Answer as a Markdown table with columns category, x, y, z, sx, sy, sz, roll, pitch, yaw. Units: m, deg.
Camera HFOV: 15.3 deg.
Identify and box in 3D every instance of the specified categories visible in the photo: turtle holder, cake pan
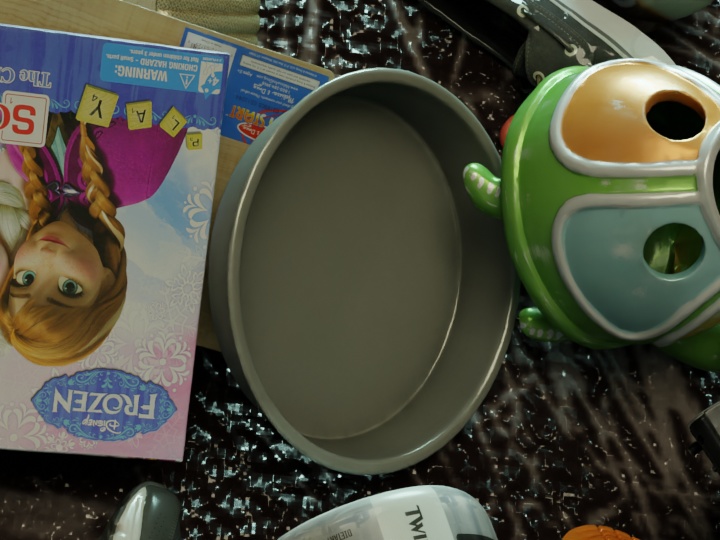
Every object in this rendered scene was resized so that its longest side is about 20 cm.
| category | x | y | z | sx | sy | sz | roll | pitch | yaw |
| --- | --- | --- | --- | --- | --- | --- | --- | --- | --- |
| turtle holder | 0.151 | -0.016 | 1.358 | 0.140 | 0.131 | 0.187 | -19 | 101 | -45 |
| cake pan | 0.000 | 0.000 | 1.335 | 0.199 | 0.037 | 0.202 | -4 | 95 | -43 |

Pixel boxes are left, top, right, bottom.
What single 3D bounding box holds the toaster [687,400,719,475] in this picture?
| category | x | y | z | sx | sy | sz | roll | pitch | yaw |
| --- | --- | --- | --- | --- | --- | --- | --- | --- | --- |
| toaster | 0.268 | 0.127 | 1.290 | 0.118 | 0.181 | 0.201 | -37 | 69 | 16 |

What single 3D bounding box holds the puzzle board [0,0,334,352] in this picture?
| category | x | y | z | sx | sy | sz | roll | pitch | yaw |
| --- | --- | --- | --- | --- | --- | --- | --- | --- | --- |
| puzzle board | -0.123 | -0.054 | 1.310 | 0.199 | 0.017 | 0.152 | 17 | 90 | -22 |

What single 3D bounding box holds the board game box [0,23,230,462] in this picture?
| category | x | y | z | sx | sy | sz | roll | pitch | yaw |
| --- | --- | --- | --- | --- | --- | --- | --- | --- | --- |
| board game box | -0.170 | -0.016 | 1.265 | 0.198 | 0.041 | 0.201 | 5 | 94 | -22 |

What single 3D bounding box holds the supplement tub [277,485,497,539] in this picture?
| category | x | y | z | sx | sy | sz | roll | pitch | yaw |
| --- | --- | --- | --- | --- | --- | --- | --- | --- | --- |
| supplement tub | 0.031 | 0.213 | 1.241 | 0.122 | 0.123 | 0.201 | -12 | 64 | -17 |

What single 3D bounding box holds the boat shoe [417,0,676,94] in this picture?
| category | x | y | z | sx | sy | sz | roll | pitch | yaw |
| --- | --- | --- | --- | --- | --- | --- | --- | --- | --- |
| boat shoe | 0.105 | -0.121 | 1.472 | 0.057 | 0.069 | 0.200 | -42 | 70 | -19 |

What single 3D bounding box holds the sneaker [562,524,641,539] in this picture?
| category | x | y | z | sx | sy | sz | roll | pitch | yaw |
| --- | --- | --- | --- | --- | --- | --- | --- | --- | --- |
| sneaker | 0.165 | 0.197 | 1.314 | 0.199 | 0.092 | 0.076 | 23 | 16 | -18 |

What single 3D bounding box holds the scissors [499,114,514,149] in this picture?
| category | x | y | z | sx | sy | sz | roll | pitch | yaw |
| --- | --- | --- | --- | --- | --- | --- | --- | --- | --- |
| scissors | 0.171 | -0.041 | 1.466 | 0.198 | 0.014 | 0.074 | 11 | 59 | -3 |

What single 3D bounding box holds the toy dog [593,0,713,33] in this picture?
| category | x | y | z | sx | sy | sz | roll | pitch | yaw |
| --- | --- | --- | --- | --- | --- | --- | --- | --- | --- |
| toy dog | 0.157 | -0.233 | 1.515 | 0.193 | 0.139 | 0.201 | 26 | 50 | -40 |

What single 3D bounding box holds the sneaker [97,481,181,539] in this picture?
| category | x | y | z | sx | sy | sz | roll | pitch | yaw |
| --- | --- | --- | --- | --- | --- | --- | --- | --- | --- |
| sneaker | -0.091 | 0.198 | 1.230 | 0.084 | 0.074 | 0.202 | 9 | 69 | -14 |

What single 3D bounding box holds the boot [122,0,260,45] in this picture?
| category | x | y | z | sx | sy | sz | roll | pitch | yaw |
| --- | --- | --- | --- | --- | --- | --- | --- | --- | --- |
| boot | -0.141 | -0.069 | 1.346 | 0.198 | 0.073 | 0.157 | -4 | 99 | -17 |
